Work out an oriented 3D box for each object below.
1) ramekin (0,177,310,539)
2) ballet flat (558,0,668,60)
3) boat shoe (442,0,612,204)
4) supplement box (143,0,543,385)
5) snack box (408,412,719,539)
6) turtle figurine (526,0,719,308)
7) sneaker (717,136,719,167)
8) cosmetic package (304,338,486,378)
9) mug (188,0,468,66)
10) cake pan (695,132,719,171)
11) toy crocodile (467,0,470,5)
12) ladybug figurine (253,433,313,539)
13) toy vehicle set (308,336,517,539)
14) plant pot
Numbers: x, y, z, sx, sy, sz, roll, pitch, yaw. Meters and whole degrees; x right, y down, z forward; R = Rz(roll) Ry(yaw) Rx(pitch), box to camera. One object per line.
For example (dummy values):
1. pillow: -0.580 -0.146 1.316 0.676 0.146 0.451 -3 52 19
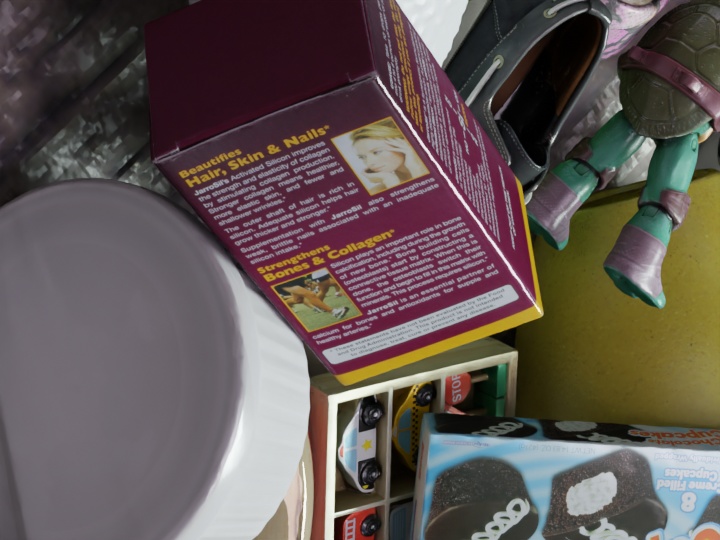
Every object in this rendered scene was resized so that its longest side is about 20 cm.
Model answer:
1. ramekin: -0.115 0.061 1.337 0.094 0.202 0.203 18 101 -57
2. ballet flat: 0.148 -0.165 1.505 0.071 0.069 0.200 -51 178 37
3. boat shoe: 0.058 -0.057 1.402 0.072 0.068 0.201 22 99 -48
4. supplement box: -0.006 -0.045 1.289 0.110 0.086 0.200 -20 140 15
5. snack box: 0.126 0.140 1.467 0.199 0.037 0.117 3 106 -7
6. turtle figurine: 0.174 -0.087 1.484 0.200 0.150 0.101 -52 132 -5
7. sneaker: 0.240 -0.132 1.587 0.200 0.077 0.113 -59 141 -55
8. cosmetic package: 0.000 0.000 1.481 0.103 0.073 0.201 -31 130 -24
9. mug: 0.005 -0.169 1.344 0.199 0.148 0.176 -27 138 -28
10. cake pan: 0.257 -0.025 1.710 0.199 0.037 0.201 -19 123 -32
11. toy crocodile: 0.061 -0.130 1.480 0.067 0.062 0.201 -20 128 -32
12. ladybug figurine: -0.083 0.110 1.438 0.072 0.135 0.201 -32 129 -67
13. toy vehicle set: 0.024 0.142 1.492 0.124 0.026 0.201 -13 114 -34
14. plant pot: 0.167 0.024 1.574 0.199 0.200 0.143 -18 96 -32
